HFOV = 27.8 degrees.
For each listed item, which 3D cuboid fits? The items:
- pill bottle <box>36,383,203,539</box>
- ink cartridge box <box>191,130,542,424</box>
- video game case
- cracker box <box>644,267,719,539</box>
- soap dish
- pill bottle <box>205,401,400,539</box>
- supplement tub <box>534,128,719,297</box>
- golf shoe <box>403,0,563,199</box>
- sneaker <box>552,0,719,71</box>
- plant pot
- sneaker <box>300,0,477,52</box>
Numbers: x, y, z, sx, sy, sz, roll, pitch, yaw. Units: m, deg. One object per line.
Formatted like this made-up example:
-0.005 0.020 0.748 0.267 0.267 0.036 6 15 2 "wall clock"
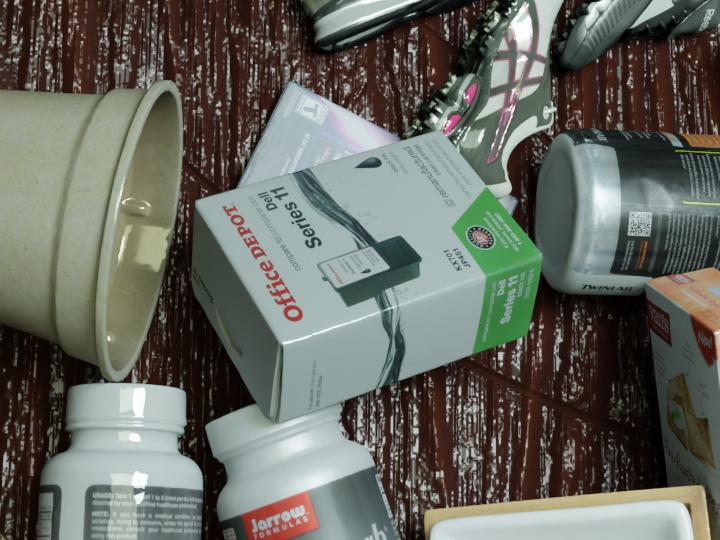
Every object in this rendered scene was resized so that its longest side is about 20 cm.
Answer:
-0.161 0.180 0.971 0.109 0.111 0.203 3 79 -10 "pill bottle"
0.000 0.000 0.989 0.198 0.084 0.147 -18 51 -23 "ink cartridge box"
0.004 -0.035 1.093 0.198 0.019 0.144 26 76 -4 "video game case"
0.251 0.112 0.998 0.057 0.134 0.202 -10 104 -6 "cracker box"
0.148 0.237 1.001 0.198 0.081 0.159 -8 78 19 "soap dish"
-0.032 0.186 0.993 0.115 0.116 0.202 -18 83 -14 "pill bottle"
0.238 -0.041 1.086 0.197 0.123 0.124 2 79 -10 "supplement tub"
0.114 -0.148 1.108 0.088 0.077 0.201 35 76 -9 "golf shoe"
0.239 -0.214 1.148 0.091 0.066 0.200 45 72 2 "sneaker"
-0.230 -0.042 0.973 0.181 0.201 0.203 10 77 3 "plant pot"
0.039 -0.254 1.111 0.199 0.076 0.116 -22 86 -12 "sneaker"
